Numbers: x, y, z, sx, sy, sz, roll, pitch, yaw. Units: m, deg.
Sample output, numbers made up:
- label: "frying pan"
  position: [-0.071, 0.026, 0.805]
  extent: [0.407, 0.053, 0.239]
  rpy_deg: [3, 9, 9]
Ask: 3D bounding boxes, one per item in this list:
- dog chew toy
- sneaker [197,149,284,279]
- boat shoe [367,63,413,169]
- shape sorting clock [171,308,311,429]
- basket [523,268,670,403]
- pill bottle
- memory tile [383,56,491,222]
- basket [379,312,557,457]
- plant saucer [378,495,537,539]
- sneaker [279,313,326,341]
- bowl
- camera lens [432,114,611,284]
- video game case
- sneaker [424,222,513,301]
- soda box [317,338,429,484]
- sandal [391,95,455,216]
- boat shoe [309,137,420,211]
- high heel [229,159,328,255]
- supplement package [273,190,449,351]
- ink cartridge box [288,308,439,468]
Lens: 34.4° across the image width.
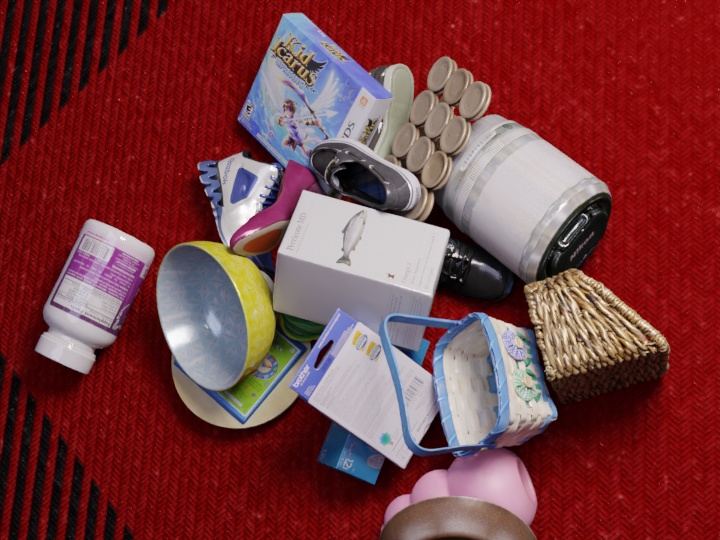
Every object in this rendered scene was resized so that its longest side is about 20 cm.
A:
- label: "dog chew toy"
  position: [0.118, 0.300, 1.461]
  extent: [0.198, 0.124, 0.126]
  rpy_deg: [-25, 71, 14]
- label: "sneaker"
  position: [-0.148, -0.093, 1.644]
  extent: [0.114, 0.081, 0.201]
  rpy_deg: [-27, 70, 7]
- label: "boat shoe"
  position: [0.029, -0.188, 1.637]
  extent: [0.060, 0.071, 0.204]
  rpy_deg: [5, 84, 42]
- label: "shape sorting clock"
  position: [-0.165, 0.121, 1.613]
  extent: [0.198, 0.039, 0.202]
  rpy_deg: [-3, 72, 10]
- label: "basket"
  position: [0.291, 0.068, 1.435]
  extent: [0.147, 0.200, 0.144]
  rpy_deg: [-17, 71, 11]
- label: "pill bottle"
  position: [-0.380, 0.039, 1.648]
  extent: [0.111, 0.112, 0.202]
  rpy_deg: [22, 82, 18]
- label: "memory tile"
  position: [0.092, -0.171, 1.516]
  extent: [0.201, 0.017, 0.153]
  rpy_deg: [-60, 32, 13]
- label: "basket"
  position: [0.125, 0.134, 1.398]
  extent: [0.198, 0.139, 0.178]
  rpy_deg: [0, 61, -25]
- label: "plant saucer"
  position: [0.119, 0.355, 1.411]
  extent: [0.198, 0.202, 0.037]
  rpy_deg: [-6, 35, 12]
- label: "sneaker"
  position: [-0.014, 0.042, 1.568]
  extent: [0.198, 0.084, 0.075]
  rpy_deg: [-20, 69, -4]
- label: "bowl"
  position: [-0.172, 0.049, 1.547]
  extent: [0.199, 0.107, 0.202]
  rpy_deg: [19, 117, 42]
- label: "camera lens"
  position: [0.212, -0.089, 1.509]
  extent: [0.200, 0.160, 0.160]
  rpy_deg: [41, 87, 26]
- label: "video game case"
  position: [-0.068, -0.226, 1.624]
  extent: [0.200, 0.045, 0.182]
  rpy_deg: [45, 124, 23]
- label: "sneaker"
  position: [0.108, -0.011, 1.554]
  extent: [0.199, 0.082, 0.074]
  rpy_deg: [25, 105, 22]
- label: "soda box"
  position: [0.017, 0.172, 1.530]
  extent: [0.064, 0.068, 0.202]
  rpy_deg: [25, 81, -22]
- label: "sandal"
  position: [0.110, -0.150, 1.612]
  extent: [0.069, 0.077, 0.213]
  rpy_deg: [33, 63, -17]
- label: "boat shoe"
  position: [-0.011, -0.122, 1.517]
  extent: [0.199, 0.066, 0.071]
  rpy_deg: [32, 120, 40]
- label: "high heel"
  position: [-0.124, -0.085, 1.545]
  extent: [0.096, 0.199, 0.068]
  rpy_deg: [47, 128, 14]
- label: "supplement package"
  position: [0.000, 0.000, 1.478]
  extent: [0.198, 0.118, 0.118]
  rpy_deg: [15, 50, 4]
- label: "ink cartridge box"
  position: [0.009, 0.146, 1.460]
  extent: [0.199, 0.042, 0.120]
  rpy_deg: [37, 81, -26]
